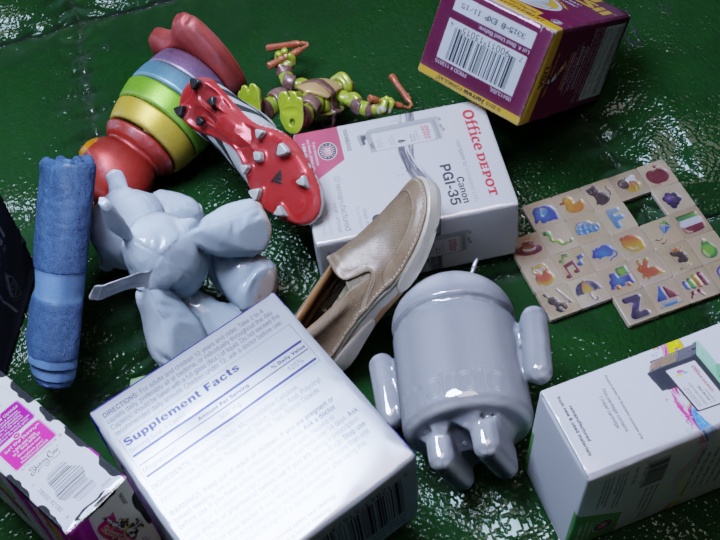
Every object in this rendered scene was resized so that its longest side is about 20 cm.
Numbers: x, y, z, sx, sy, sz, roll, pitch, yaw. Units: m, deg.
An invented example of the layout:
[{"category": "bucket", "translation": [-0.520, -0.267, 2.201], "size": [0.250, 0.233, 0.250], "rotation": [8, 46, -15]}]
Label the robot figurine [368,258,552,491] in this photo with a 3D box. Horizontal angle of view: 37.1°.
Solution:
[{"category": "robot figurine", "translation": [0.087, 0.084, 0.931], "size": [0.168, 0.113, 0.202], "rotation": [-17, 53, 15]}]

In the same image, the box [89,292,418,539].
[{"category": "box", "translation": [-0.083, 0.155, 0.861], "size": [0.183, 0.105, 0.200], "rotation": [-33, 58, -18]}]

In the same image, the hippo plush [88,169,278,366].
[{"category": "hippo plush", "translation": [-0.192, -0.004, 1.003], "size": [0.199, 0.161, 0.160], "rotation": [-2, 16, -39]}]

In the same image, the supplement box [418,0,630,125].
[{"category": "supplement box", "translation": [0.173, -0.235, 1.106], "size": [0.130, 0.104, 0.199], "rotation": [32, 31, 22]}]

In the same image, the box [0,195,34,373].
[{"category": "box", "translation": [-0.390, 0.020, 0.947], "size": [0.116, 0.197, 0.202], "rotation": [2, 55, 5]}]

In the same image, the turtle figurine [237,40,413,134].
[{"category": "turtle figurine", "translation": [-0.058, -0.187, 1.143], "size": [0.199, 0.065, 0.161], "rotation": [29, 32, 23]}]

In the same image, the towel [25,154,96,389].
[{"category": "towel", "translation": [-0.269, -0.003, 0.956], "size": [0.048, 0.112, 0.202], "rotation": [5, 97, -18]}]

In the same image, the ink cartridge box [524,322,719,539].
[{"category": "ink cartridge box", "translation": [0.244, 0.131, 0.872], "size": [0.198, 0.145, 0.084], "rotation": [-19, 56, -10]}]

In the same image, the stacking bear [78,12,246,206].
[{"category": "stacking bear", "translation": [-0.216, -0.148, 1.112], "size": [0.114, 0.121, 0.201], "rotation": [42, 69, -23]}]

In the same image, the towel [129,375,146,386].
[{"category": "towel", "translation": [-0.131, 0.170, 0.933], "size": [0.147, 0.031, 0.202], "rotation": [-7, 55, -3]}]

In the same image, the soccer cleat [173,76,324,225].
[{"category": "soccer cleat", "translation": [-0.097, -0.117, 1.037], "size": [0.200, 0.085, 0.069], "rotation": [42, 107, 21]}]

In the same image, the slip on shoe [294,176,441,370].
[{"category": "slip on shoe", "translation": [0.000, 0.000, 0.958], "size": [0.060, 0.201, 0.076], "rotation": [24, 21, -29]}]

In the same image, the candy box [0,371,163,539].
[{"category": "candy box", "translation": [-0.243, 0.171, 0.851], "size": [0.199, 0.137, 0.061], "rotation": [28, 58, 34]}]

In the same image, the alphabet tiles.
[{"category": "alphabet tiles", "translation": [0.255, -0.020, 1.062], "size": [0.198, 0.008, 0.168], "rotation": [-19, 57, -10]}]

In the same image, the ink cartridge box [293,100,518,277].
[{"category": "ink cartridge box", "translation": [0.044, -0.077, 1.062], "size": [0.198, 0.083, 0.148], "rotation": [-12, 55, -3]}]
